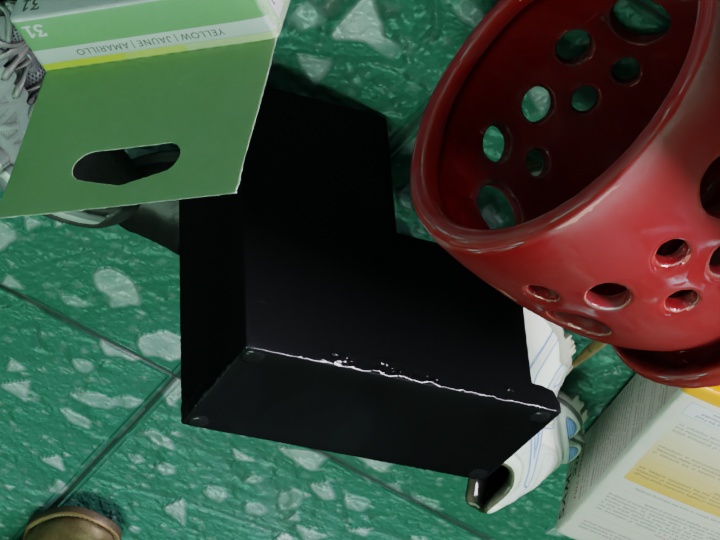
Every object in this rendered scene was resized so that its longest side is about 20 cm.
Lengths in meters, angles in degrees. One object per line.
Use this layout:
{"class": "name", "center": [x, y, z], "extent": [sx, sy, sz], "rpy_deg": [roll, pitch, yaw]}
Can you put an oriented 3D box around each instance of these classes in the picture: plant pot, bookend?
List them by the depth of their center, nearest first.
{"class": "plant pot", "center": [0.153, -0.048, 1.051], "extent": [0.200, 0.201, 0.182], "rpy_deg": [-23, 131, 37]}
{"class": "bookend", "center": [0.000, 0.000, 1.189], "extent": [0.198, 0.201, 0.092], "rpy_deg": [12, 144, -25]}

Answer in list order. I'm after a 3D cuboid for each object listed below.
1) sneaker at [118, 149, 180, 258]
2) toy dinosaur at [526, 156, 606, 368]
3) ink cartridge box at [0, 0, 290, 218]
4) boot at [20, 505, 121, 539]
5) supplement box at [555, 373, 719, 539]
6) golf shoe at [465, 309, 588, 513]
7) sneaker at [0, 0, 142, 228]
{"class": "sneaker", "center": [-0.068, -0.012, 1.256], "extent": [0.199, 0.082, 0.073], "rpy_deg": [18, 144, 0]}
{"class": "toy dinosaur", "center": [0.150, -0.003, 1.227], "extent": [0.106, 0.060, 0.200], "rpy_deg": [26, 154, 44]}
{"class": "ink cartridge box", "center": [-0.111, -0.123, 1.046], "extent": [0.145, 0.201, 0.048], "rpy_deg": [-5, 139, 24]}
{"class": "boot", "center": [-0.259, 0.251, 1.635], "extent": [0.073, 0.076, 0.200], "rpy_deg": [35, 136, -19]}
{"class": "supplement box", "center": [0.226, 0.117, 1.315], "extent": [0.125, 0.074, 0.200], "rpy_deg": [22, 140, -8]}
{"class": "golf shoe", "center": [0.086, 0.078, 1.286], "extent": [0.078, 0.097, 0.200], "rpy_deg": [24, 149, 39]}
{"class": "sneaker", "center": [-0.192, -0.113, 1.177], "extent": [0.200, 0.075, 0.115], "rpy_deg": [36, 133, -12]}
